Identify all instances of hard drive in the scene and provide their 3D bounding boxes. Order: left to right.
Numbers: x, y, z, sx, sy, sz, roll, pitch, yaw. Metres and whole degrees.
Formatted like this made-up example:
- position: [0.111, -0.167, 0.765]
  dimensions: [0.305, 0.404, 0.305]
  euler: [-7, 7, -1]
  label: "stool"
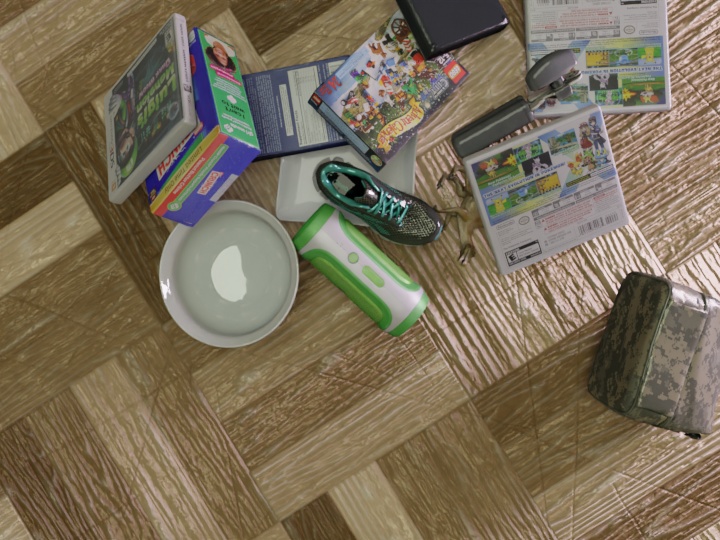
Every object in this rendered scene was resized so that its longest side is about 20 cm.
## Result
- position: [0.107, -0.408, 1.299]
  dimensions: [0.138, 0.033, 0.202]
  euler: [-25, 86, -21]
  label: "hard drive"

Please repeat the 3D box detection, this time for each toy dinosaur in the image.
- position: [0.163, -0.110, 1.323]
  dimensions: [0.100, 0.058, 0.202]
  euler: [26, 92, -13]
  label: "toy dinosaur"

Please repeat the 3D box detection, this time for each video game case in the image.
- position: [-0.289, -0.216, 1.252]
  dimensions: [0.199, 0.023, 0.184]
  euler: [-35, 54, 38]
  label: "video game case"
- position: [0.259, -0.109, 1.285]
  dimensions: [0.198, 0.022, 0.184]
  euler: [-22, 114, 1]
  label: "video game case"
- position: [0.334, -0.313, 1.312]
  dimensions: [0.197, 0.022, 0.185]
  euler: [-3, 90, 2]
  label: "video game case"

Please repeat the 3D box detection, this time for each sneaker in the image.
- position: [0.019, -0.092, 1.271]
  dimensions: [0.198, 0.091, 0.078]
  euler: [25, 93, 3]
  label: "sneaker"

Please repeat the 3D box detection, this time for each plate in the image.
- position: [-0.017, -0.165, 1.334]
  dimensions: [0.197, 0.032, 0.203]
  euler: [4, 90, 4]
  label: "plate"

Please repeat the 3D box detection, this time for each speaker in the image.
- position: [0.000, 0.000, 1.294]
  dimensions: [0.200, 0.088, 0.089]
  euler: [42, 92, -8]
  label: "speaker"

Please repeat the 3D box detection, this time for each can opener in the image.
- position: [0.208, -0.231, 1.266]
  dimensions: [0.198, 0.053, 0.067]
  euler: [-29, 108, 11]
  label: "can opener"

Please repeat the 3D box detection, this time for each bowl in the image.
- position: [-0.178, 0.004, 1.313]
  dimensions: [0.198, 0.090, 0.204]
  euler: [0, 90, 5]
  label: "bowl"

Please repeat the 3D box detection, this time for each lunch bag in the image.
- position: [0.424, 0.118, 1.258]
  dimensions: [0.166, 0.139, 0.202]
  euler: [16, 94, -14]
  label: "lunch bag"

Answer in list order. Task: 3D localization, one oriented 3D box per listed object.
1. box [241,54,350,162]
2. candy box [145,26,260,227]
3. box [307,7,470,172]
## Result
- position: [-0.101, -0.225, 1.308]
  dimensions: [0.197, 0.032, 0.123]
  euler: [-9, 87, 3]
  label: "box"
- position: [-0.225, -0.191, 1.247]
  dimensions: [0.169, 0.077, 0.202]
  euler: [-41, 52, 31]
  label: "candy box"
- position: [0.041, -0.252, 1.279]
  dimensions: [0.136, 0.038, 0.200]
  euler: [43, 67, -4]
  label: "box"
